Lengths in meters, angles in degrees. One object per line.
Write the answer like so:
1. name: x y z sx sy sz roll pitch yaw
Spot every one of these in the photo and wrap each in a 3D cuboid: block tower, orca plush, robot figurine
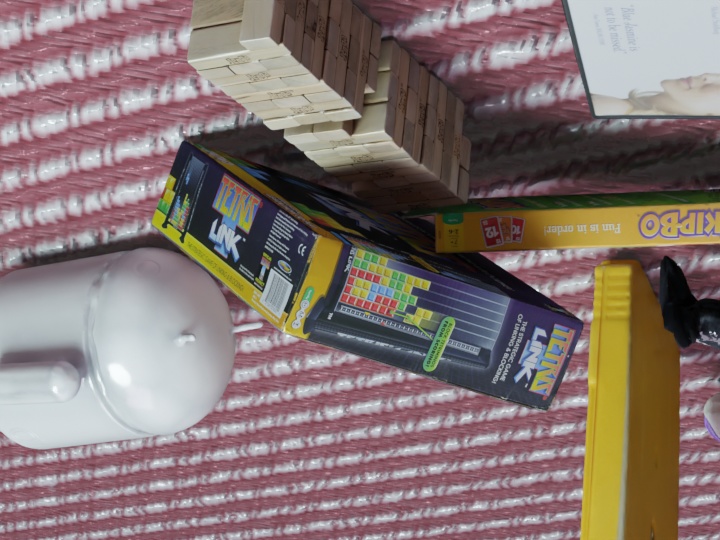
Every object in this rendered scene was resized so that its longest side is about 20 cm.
1. block tower: -0.014 -0.091 1.274 0.057 0.054 0.200 -7 155 27
2. orca plush: 0.267 0.017 1.504 0.199 0.071 0.105 17 -158 -15
3. robot figurine: -0.158 0.048 1.591 0.199 0.114 0.169 -9 -167 34

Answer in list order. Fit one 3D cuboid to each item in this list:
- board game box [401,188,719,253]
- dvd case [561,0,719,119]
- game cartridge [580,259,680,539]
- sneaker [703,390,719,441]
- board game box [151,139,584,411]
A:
1. board game box: 0.124 -0.027 1.373 0.198 0.030 0.096 1 -174 7
2. dvd case: 0.200 -0.107 1.226 0.198 0.018 0.143 1 158 12
3. game cartridge: 0.162 0.112 1.549 0.032 0.202 0.176 -3 157 15
4. sneaker: 0.321 0.107 1.703 0.199 0.081 0.083 16 174 -7
5. board game box: 0.000 0.000 1.376 0.164 0.057 0.200 16 -171 -28
